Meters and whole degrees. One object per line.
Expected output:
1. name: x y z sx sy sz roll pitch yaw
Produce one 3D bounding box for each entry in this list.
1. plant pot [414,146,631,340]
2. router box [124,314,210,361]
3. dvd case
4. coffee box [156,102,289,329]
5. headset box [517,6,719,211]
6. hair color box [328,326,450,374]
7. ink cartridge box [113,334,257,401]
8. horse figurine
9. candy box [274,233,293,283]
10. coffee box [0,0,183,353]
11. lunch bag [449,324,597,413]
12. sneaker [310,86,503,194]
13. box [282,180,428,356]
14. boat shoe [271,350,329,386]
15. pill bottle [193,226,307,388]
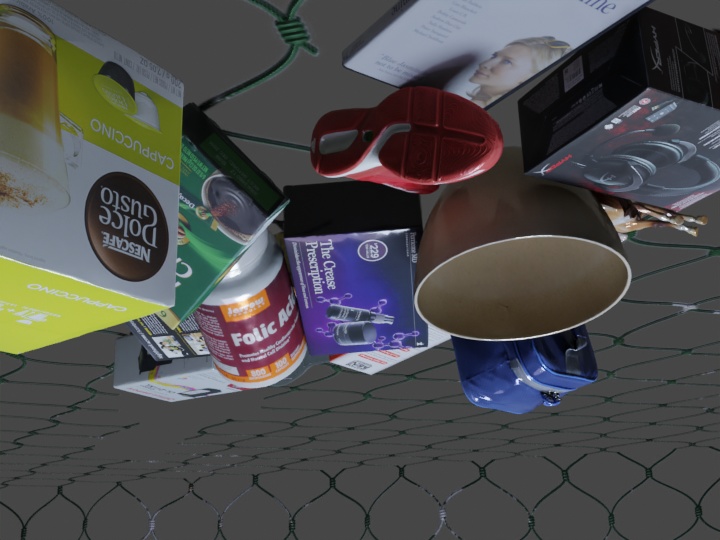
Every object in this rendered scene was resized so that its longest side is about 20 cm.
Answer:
1. plant pot: 0.146 -0.037 0.854 0.197 0.136 0.201 -2 150 -1
2. router box: -0.219 0.032 1.078 0.147 0.052 0.201 -6 141 14
3. dvd case: 0.098 -0.179 0.653 0.141 0.018 0.199 13 155 -32
4. coffee box: -0.162 -0.042 0.814 0.123 0.044 0.200 45 132 -4
5. headset box: 0.253 -0.122 0.735 0.198 0.078 0.149 11 156 -26
6. hair color box: 0.057 0.072 1.217 0.199 0.062 0.101 -28 148 29
7. ink cartridge box: -0.266 0.144 1.406 0.198 0.084 0.145 -13 158 26
8. horse figurine: 0.271 -0.063 0.913 0.131 0.051 0.199 11 177 32
9. candy box: -0.003 0.001 1.077 0.197 0.056 0.116 -1 159 -3
10. coffee box: -0.272 -0.065 0.672 0.198 0.200 0.199 -15 156 33
11. lunch bag: 0.193 0.069 1.058 0.135 0.202 0.132 14 142 -42
12. sneaker: 0.060 -0.106 0.761 0.115 0.080 0.199 4 -175 -45
13. box: 0.000 0.000 0.953 0.139 0.080 0.201 -7 139 1
14. boat shoe: -0.080 0.107 1.345 0.074 0.065 0.201 27 132 -36
15. pill bottle: -0.128 0.022 0.959 0.113 0.115 0.201 -5 135 9
